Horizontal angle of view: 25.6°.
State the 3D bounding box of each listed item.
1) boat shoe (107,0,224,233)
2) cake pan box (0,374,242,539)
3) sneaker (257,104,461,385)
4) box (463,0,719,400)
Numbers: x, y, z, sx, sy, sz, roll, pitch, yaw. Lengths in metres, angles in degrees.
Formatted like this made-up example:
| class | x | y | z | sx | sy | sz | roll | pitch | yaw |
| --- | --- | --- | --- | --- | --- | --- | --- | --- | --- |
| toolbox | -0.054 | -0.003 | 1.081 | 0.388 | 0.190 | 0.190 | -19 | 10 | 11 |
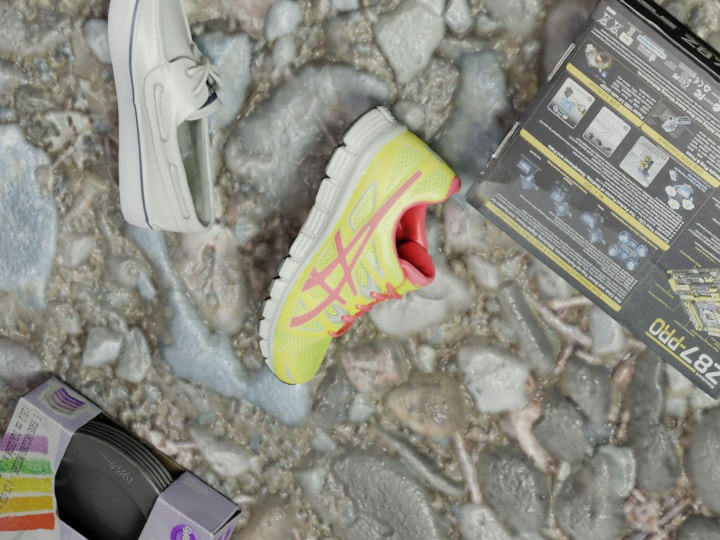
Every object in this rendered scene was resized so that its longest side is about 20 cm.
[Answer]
| class | x | y | z | sx | sy | sz | roll | pitch | yaw |
| --- | --- | --- | --- | --- | --- | --- | --- | --- | --- |
| boat shoe | -0.122 | -0.119 | 1.048 | 0.065 | 0.074 | 0.201 | 10 | 122 | 16 |
| cake pan box | -0.204 | 0.204 | 1.204 | 0.184 | 0.052 | 0.201 | 34 | 118 | 8 |
| sneaker | 0.000 | 0.000 | 1.023 | 0.090 | 0.078 | 0.201 | 30 | 117 | 10 |
| box | 0.184 | -0.046 | 0.938 | 0.200 | 0.049 | 0.162 | 38 | 117 | 8 |
